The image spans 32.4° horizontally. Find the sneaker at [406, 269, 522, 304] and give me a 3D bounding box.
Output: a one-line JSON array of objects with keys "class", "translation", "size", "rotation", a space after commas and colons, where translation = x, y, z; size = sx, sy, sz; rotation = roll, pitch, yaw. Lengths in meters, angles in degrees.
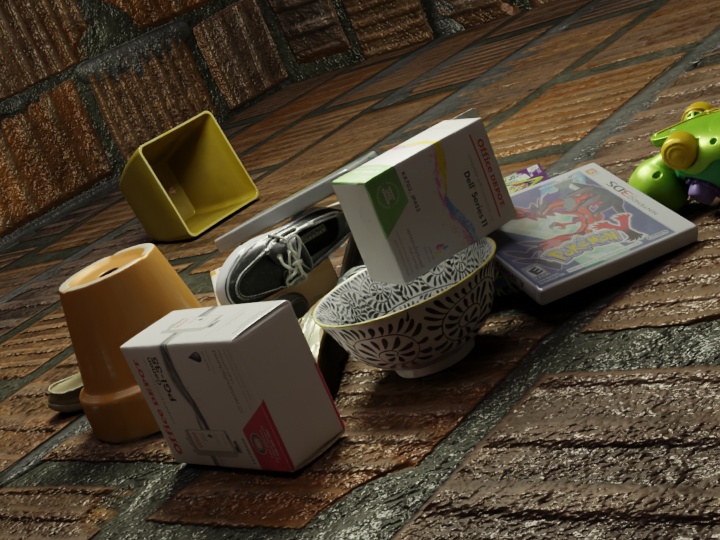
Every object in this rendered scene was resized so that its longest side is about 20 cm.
[{"class": "sneaker", "translation": [0.148, -0.004, 1.360], "size": [0.200, 0.076, 0.105], "rotation": [-27, 16, -15]}]

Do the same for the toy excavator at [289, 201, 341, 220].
[{"class": "toy excavator", "translation": [0.028, -0.098, 1.687], "size": [0.200, 0.100, 0.194], "rotation": [-11, 15, 37]}]

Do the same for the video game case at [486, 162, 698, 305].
[{"class": "video game case", "translation": [0.224, -0.045, 1.327], "size": [0.200, 0.023, 0.182], "rotation": [-21, 35, -19]}]

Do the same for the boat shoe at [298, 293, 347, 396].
[{"class": "boat shoe", "translation": [-0.057, 0.083, 1.369], "size": [0.066, 0.074, 0.200], "rotation": [-14, 17, 12]}]

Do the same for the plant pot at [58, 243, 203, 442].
[{"class": "plant pot", "translation": [-0.264, 0.075, 1.487], "size": [0.200, 0.184, 0.200], "rotation": [-21, 15, 6]}]

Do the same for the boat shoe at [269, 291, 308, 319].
[{"class": "boat shoe", "translation": [-0.110, 0.090, 1.453], "size": [0.057, 0.067, 0.200], "rotation": [9, 33, 34]}]

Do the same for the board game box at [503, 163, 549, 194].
[{"class": "board game box", "translation": [0.186, -0.081, 1.551], "size": [0.120, 0.032, 0.200], "rotation": [-18, 16, 6]}]

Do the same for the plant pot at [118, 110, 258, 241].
[{"class": "plant pot", "translation": [-0.364, -0.169, 2.477], "size": [0.176, 0.200, 0.200], "rotation": [-23, 11, 48]}]

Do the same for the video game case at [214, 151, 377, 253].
[{"class": "video game case", "translation": [-0.078, -0.091, 1.615], "size": [0.200, 0.022, 0.182], "rotation": [-28, 6, 16]}]

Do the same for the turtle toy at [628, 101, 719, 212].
[{"class": "turtle toy", "translation": [0.387, -0.124, 1.366], "size": [0.200, 0.101, 0.146], "rotation": [-14, 17, 33]}]

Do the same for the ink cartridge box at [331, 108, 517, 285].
[{"class": "ink cartridge box", "translation": [0.083, -0.082, 1.278], "size": [0.200, 0.117, 0.067], "rotation": [-31, 18, -27]}]

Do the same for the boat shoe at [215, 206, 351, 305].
[{"class": "boat shoe", "translation": [-0.086, -0.015, 1.505], "size": [0.199, 0.074, 0.068], "rotation": [-31, 19, -32]}]

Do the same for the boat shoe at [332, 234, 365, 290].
[{"class": "boat shoe", "translation": [0.001, -0.001, 1.532], "size": [0.074, 0.065, 0.202], "rotation": [-23, 29, 31]}]

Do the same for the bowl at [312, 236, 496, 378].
[{"class": "bowl", "translation": [0.060, 0.049, 1.273], "size": [0.200, 0.094, 0.201], "rotation": [-21, 15, 6]}]

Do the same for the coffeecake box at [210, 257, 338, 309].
[{"class": "coffeecake box", "translation": [-0.112, 0.024, 1.645], "size": [0.153, 0.073, 0.200], "rotation": [-23, 15, -4]}]

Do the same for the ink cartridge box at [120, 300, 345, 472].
[{"class": "ink cartridge box", "translation": [-0.129, 0.115, 1.223], "size": [0.200, 0.147, 0.083], "rotation": [-7, 22, 48]}]

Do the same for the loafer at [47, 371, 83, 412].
[{"class": "loafer", "translation": [-0.326, 0.124, 1.635], "size": [0.200, 0.068, 0.076], "rotation": [-23, 15, -1]}]
